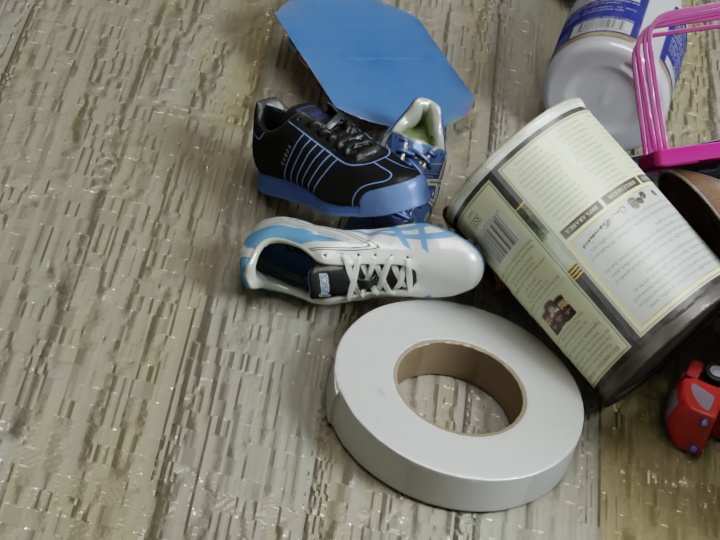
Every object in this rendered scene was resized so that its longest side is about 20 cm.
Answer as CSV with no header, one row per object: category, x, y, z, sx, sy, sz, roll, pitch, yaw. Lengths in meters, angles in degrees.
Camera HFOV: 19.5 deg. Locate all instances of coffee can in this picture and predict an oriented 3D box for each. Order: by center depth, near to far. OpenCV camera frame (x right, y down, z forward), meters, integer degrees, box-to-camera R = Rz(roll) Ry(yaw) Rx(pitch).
coffee can,0.185,-0.015,1.667,0.146,0.147,0.200,-28,74,-42

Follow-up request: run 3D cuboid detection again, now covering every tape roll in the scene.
tape roll,0.072,0.101,1.616,0.201,0.037,0.204,10,39,-8

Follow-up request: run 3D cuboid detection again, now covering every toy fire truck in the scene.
toy fire truck,0.324,0.158,1.629,0.199,0.049,0.141,22,40,9

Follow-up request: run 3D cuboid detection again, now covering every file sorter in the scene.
file sorter,0.301,-0.154,1.747,0.138,0.127,0.200,-8,1,3

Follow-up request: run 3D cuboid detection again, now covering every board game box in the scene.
board game box,0.009,-0.182,1.940,0.157,0.039,0.201,-4,46,-33

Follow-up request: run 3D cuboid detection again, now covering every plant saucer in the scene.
plant saucer,0.309,-0.003,1.706,0.037,0.201,0.201,-30,51,-5

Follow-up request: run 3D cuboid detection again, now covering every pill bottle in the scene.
pill bottle,0.248,-0.211,1.994,0.119,0.120,0.200,20,38,5

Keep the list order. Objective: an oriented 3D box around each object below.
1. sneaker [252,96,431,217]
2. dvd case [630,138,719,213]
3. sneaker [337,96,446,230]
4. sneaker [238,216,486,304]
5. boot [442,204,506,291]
sneaker,-0.023,-0.095,1.724,0.070,0.079,0.199,-23,24,-38
dvd case,0.333,-0.091,1.873,0.198,0.025,0.150,-12,16,-14
sneaker,0.030,-0.072,1.779,0.075,0.077,0.201,16,40,-3
sneaker,0.000,0.000,1.668,0.198,0.072,0.073,3,38,11
boot,0.177,-0.013,1.778,0.154,0.074,0.200,-22,53,-29
